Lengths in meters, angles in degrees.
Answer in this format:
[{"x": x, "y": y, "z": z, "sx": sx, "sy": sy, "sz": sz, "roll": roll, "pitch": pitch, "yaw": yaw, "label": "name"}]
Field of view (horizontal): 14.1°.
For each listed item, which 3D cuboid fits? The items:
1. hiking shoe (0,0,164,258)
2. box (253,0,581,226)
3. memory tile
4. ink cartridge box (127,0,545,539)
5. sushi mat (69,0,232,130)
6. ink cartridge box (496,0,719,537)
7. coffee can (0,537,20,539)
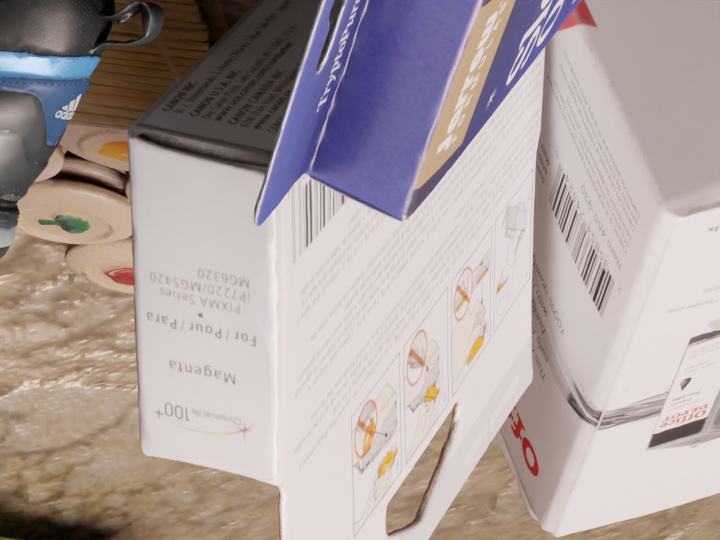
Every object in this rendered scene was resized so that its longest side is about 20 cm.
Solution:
[{"x": -0.147, "y": -0.085, "z": 0.694, "sx": 0.087, "sy": 0.200, "sz": 0.074, "roll": -54, "pitch": 179, "yaw": 7, "label": "hiking shoe"}, {"x": 0.039, "y": -0.092, "z": 0.686, "sx": 0.200, "sy": 0.032, "sz": 0.121, "roll": -50, "pitch": 164, "yaw": -53, "label": "box"}, {"x": -0.060, "y": -0.033, "z": 0.900, "sx": 0.153, "sy": 0.017, "sz": 0.200, "roll": -4, "pitch": 158, "yaw": 25, "label": "memory tile"}, {"x": 0.000, "y": 0.000, "z": 0.788, "sx": 0.044, "sy": 0.200, "sz": 0.174, "roll": 12, "pitch": 122, "yaw": 18, "label": "ink cartridge box"}, {"x": -0.127, "y": -0.072, "z": 0.754, "sx": 0.200, "sy": 0.012, "sz": 0.096, "roll": 7, "pitch": 150, "yaw": 16, "label": "sushi mat"}, {"x": 0.086, "y": -0.029, "z": 0.921, "sx": 0.083, "sy": 0.147, "sz": 0.200, "roll": -14, "pitch": 152, "yaw": -16, "label": "ink cartridge box"}, {"x": -0.168, "y": 0.169, "z": 1.113, "sx": 0.146, "sy": 0.146, "sz": 0.200, "roll": -37, "pitch": 147, "yaw": 29, "label": "coffee can"}]
